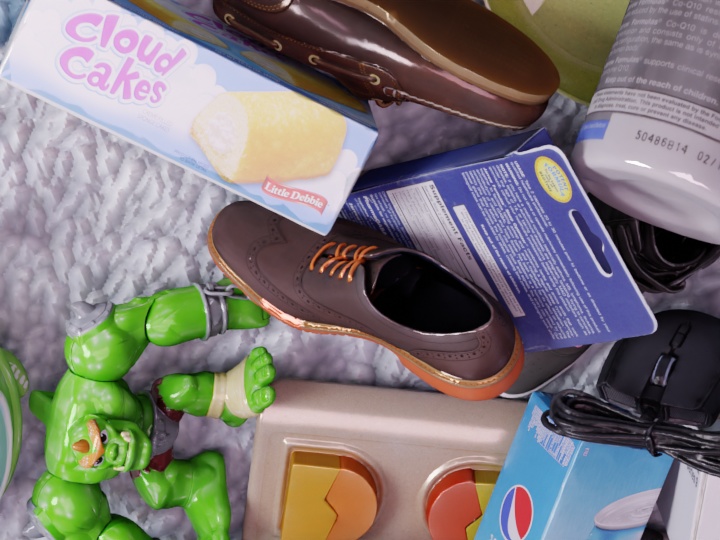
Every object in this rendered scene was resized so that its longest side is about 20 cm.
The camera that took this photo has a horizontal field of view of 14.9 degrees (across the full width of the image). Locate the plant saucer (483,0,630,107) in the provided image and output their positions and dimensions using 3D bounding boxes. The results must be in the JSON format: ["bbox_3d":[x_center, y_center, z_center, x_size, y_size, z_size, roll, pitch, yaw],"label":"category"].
[{"bbox_3d":[0.162,-0.188,1.547,0.199,0.031,0.201,-1,106,-2],"label":"plant saucer"}]

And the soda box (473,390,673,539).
[{"bbox_3d":[0.105,0.174,1.581,0.068,0.064,0.201,10,110,-30],"label":"soda box"}]

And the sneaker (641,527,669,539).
[{"bbox_3d":[0.168,0.253,1.641,0.111,0.073,0.201,11,103,-4],"label":"sneaker"}]

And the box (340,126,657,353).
[{"bbox_3d":[0.079,-0.011,1.518,0.032,0.200,0.121,-39,107,-33],"label":"box"}]

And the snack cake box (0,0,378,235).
[{"bbox_3d":[-0.094,-0.101,1.513,0.199,0.115,0.067,25,102,-10],"label":"snack cake box"}]

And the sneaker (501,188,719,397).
[{"bbox_3d":[0.138,0.001,1.560,0.071,0.099,0.200,37,101,-13],"label":"sneaker"}]

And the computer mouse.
[{"bbox_3d":[0.197,0.062,1.517,0.140,0.200,0.046,15,108,23],"label":"computer mouse"}]

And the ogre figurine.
[{"bbox_3d":[-0.125,0.095,1.579,0.119,0.098,0.201,8,121,-23],"label":"ogre figurine"}]

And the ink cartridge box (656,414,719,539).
[{"bbox_3d":[0.275,0.125,1.577,0.199,0.146,0.084,8,106,-4],"label":"ink cartridge box"}]

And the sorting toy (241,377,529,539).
[{"bbox_3d":[0.022,0.168,1.623,0.184,0.036,0.201,6,110,-4],"label":"sorting toy"}]

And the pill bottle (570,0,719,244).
[{"bbox_3d":[0.196,-0.125,1.465,0.113,0.114,0.201,23,80,-9],"label":"pill bottle"}]

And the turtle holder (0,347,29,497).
[{"bbox_3d":[-0.253,0.082,1.536,0.141,0.132,0.186,36,105,-4],"label":"turtle holder"}]

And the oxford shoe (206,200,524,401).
[{"bbox_3d":[0.000,0.000,1.519,0.199,0.073,0.071,23,68,21],"label":"oxford shoe"}]

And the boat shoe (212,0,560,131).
[{"bbox_3d":[0.012,-0.128,1.530,0.199,0.070,0.070,29,124,6],"label":"boat shoe"}]
